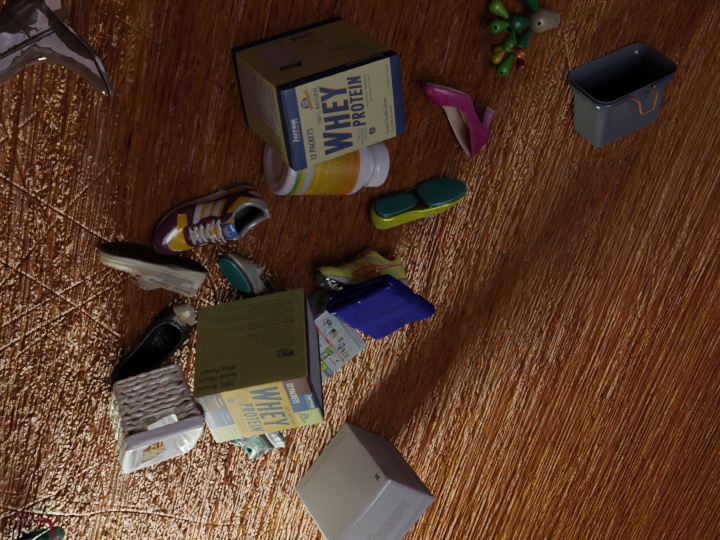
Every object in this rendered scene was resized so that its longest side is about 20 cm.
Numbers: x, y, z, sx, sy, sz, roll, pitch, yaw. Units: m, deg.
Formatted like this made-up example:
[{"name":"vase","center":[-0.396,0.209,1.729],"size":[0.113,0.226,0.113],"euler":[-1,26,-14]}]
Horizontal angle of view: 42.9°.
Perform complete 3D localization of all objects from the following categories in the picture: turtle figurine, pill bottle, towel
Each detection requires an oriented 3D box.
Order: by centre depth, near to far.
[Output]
[{"name":"pill bottle","center":[-0.055,-0.184,1.561],"size":[0.199,0.111,0.112],"euler":[-3,120,-31]},{"name":"turtle figurine","center":[-0.602,0.530,1.685],"size":[0.200,0.101,0.150],"euler":[-37,118,14]},{"name":"towel","center":[0.039,0.065,1.732],"size":[0.147,0.050,0.200],"euler":[-26,152,19]}]

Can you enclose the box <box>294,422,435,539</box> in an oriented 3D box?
[{"name":"box","center":[0.006,0.479,1.968],"size":[0.171,0.200,0.199],"euler":[32,100,-43]}]

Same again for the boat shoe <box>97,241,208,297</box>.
[{"name":"boat shoe","center":[-0.350,0.003,1.526],"size":[0.199,0.072,0.065],"euler":[15,109,-44]}]

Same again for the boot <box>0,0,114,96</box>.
[{"name":"boot","center":[-0.470,-0.273,1.273],"size":[0.200,0.064,0.187],"euler":[-37,119,-11]}]

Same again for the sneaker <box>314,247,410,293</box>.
[{"name":"sneaker","center":[0.000,0.000,1.745],"size":[0.199,0.078,0.091],"euler":[5,75,-32]}]

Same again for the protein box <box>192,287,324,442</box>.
[{"name":"protein box","center":[-0.175,0.164,1.595],"size":[0.197,0.201,0.135],"euler":[-11,135,4]}]

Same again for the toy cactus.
[{"name":"toy cactus","center":[0.299,-0.448,1.640],"size":[0.164,0.102,0.201],"euler":[-16,118,-35]}]

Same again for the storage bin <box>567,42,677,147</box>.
[{"name":"storage bin","center":[0.520,-0.336,1.819],"size":[0.199,0.146,0.135],"euler":[-26,140,-15]}]

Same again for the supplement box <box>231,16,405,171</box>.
[{"name":"supplement box","center":[-0.066,-0.281,1.432],"size":[0.199,0.200,0.135],"euler":[-22,129,-18]}]

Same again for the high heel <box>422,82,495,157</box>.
[{"name":"high heel","center":[0.169,-0.277,1.674],"size":[0.199,0.067,0.096],"euler":[14,101,-51]}]

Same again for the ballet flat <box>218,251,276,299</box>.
[{"name":"ballet flat","center":[-0.196,0.022,1.651],"size":[0.062,0.067,0.201],"euler":[-54,142,-28]}]

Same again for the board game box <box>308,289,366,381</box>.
[{"name":"board game box","center":[-0.106,0.152,1.779],"size":[0.200,0.064,0.148],"euler":[-38,132,-4]}]

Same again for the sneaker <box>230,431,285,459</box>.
[{"name":"sneaker","center":[-0.222,0.305,1.799],"size":[0.091,0.078,0.201],"euler":[-32,129,-5]}]

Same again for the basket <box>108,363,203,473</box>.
[{"name":"basket","center":[-0.363,0.257,1.592],"size":[0.135,0.124,0.200],"euler":[-16,162,-23]}]

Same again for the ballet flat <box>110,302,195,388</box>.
[{"name":"ballet flat","center":[-0.359,0.139,1.606],"size":[0.066,0.057,0.200],"euler":[42,93,-16]}]

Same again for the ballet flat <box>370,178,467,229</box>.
[{"name":"ballet flat","center":[0.108,-0.123,1.745],"size":[0.199,0.067,0.067],"euler":[-18,148,-19]}]

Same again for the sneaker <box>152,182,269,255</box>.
[{"name":"sneaker","center":[-0.248,-0.077,1.522],"size":[0.199,0.090,0.075],"euler":[-31,130,-13]}]
